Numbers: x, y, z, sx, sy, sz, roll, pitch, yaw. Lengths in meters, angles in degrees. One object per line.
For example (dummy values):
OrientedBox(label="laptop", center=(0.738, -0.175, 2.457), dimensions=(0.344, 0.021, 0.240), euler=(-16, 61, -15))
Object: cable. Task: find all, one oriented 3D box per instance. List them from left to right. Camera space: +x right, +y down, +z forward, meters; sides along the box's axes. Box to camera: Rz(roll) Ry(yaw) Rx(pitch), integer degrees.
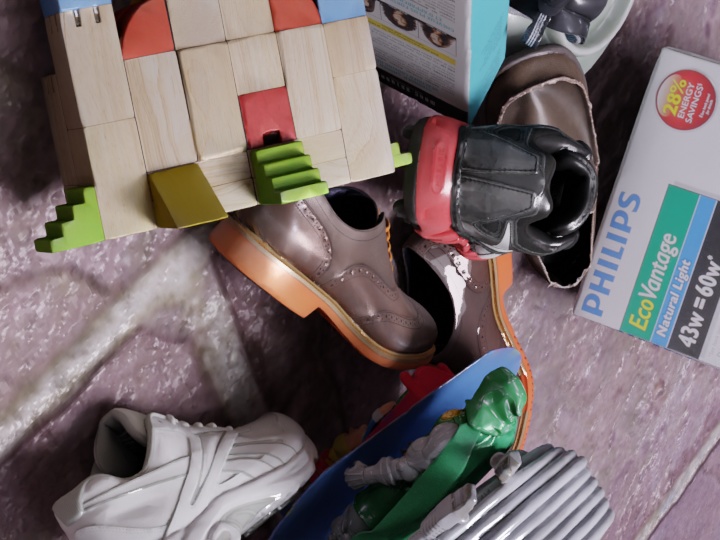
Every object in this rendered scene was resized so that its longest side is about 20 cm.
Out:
OrientedBox(label="cable", center=(0.061, 0.180, 0.875), dimensions=(0.200, 0.069, 0.200), euler=(-49, 164, 21))

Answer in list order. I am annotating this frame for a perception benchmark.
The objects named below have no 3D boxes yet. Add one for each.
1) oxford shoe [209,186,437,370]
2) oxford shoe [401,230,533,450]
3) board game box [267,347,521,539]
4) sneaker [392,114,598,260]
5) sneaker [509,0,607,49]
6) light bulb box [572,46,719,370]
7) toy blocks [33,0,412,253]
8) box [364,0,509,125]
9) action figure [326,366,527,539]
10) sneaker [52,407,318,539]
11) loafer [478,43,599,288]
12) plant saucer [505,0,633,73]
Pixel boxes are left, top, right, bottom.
OrientedBox(label="oxford shoe", center=(0.000, 0.000, 0.880), dimensions=(0.073, 0.071, 0.200), euler=(-51, 144, 4))
OrientedBox(label="oxford shoe", center=(0.062, 0.051, 1.010), dimensions=(0.072, 0.071, 0.202), euler=(-32, 121, -34))
OrientedBox(label="board game box", center=(0.010, 0.100, 0.931), dimensions=(0.199, 0.039, 0.158), euler=(-35, 161, -20))
OrientedBox(label="sneaker", center=(0.089, -0.041, 0.866), dimensions=(0.200, 0.097, 0.072), euler=(14, 83, -72))
OrientedBox(label="sneaker", center=(0.116, -0.200, 0.876), dimensions=(0.201, 0.075, 0.115), euler=(-69, -178, -57))
OrientedBox(label="light bulb box", center=(0.257, -0.039, 1.124), dimensions=(0.200, 0.124, 0.200), euler=(2, 107, -72))
OrientedBox(label="toy blocks", center=(-0.070, -0.098, 0.722), dimensions=(0.198, 0.100, 0.138), euler=(-14, 99, -26))
OrientedBox(label="box", center=(0.032, -0.144, 0.782), dimensions=(0.049, 0.082, 0.200), euler=(-60, 170, -11))
OrientedBox(label="action figure", center=(0.025, 0.123, 0.861), dimensions=(0.200, 0.055, 0.118), euler=(-46, 159, 29))
OrientedBox(label="sneaker", center=(-0.091, 0.105, 0.825), dimensions=(0.078, 0.100, 0.200), euler=(-40, 179, 24))
OrientedBox(label="loafer", center=(0.128, -0.062, 0.996), dimensions=(0.072, 0.071, 0.201), euler=(-21, 141, 1))
OrientedBox(label="plant saucer", center=(0.133, -0.194, 0.983), dimensions=(0.199, 0.050, 0.202), euler=(-29, 130, -41))
